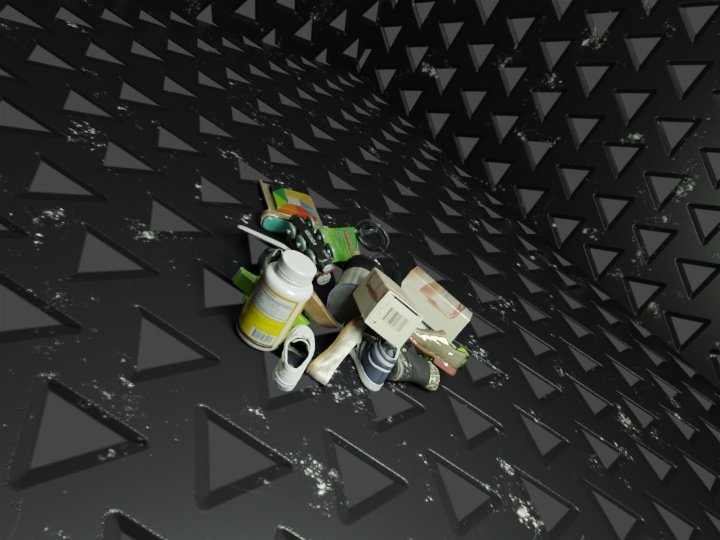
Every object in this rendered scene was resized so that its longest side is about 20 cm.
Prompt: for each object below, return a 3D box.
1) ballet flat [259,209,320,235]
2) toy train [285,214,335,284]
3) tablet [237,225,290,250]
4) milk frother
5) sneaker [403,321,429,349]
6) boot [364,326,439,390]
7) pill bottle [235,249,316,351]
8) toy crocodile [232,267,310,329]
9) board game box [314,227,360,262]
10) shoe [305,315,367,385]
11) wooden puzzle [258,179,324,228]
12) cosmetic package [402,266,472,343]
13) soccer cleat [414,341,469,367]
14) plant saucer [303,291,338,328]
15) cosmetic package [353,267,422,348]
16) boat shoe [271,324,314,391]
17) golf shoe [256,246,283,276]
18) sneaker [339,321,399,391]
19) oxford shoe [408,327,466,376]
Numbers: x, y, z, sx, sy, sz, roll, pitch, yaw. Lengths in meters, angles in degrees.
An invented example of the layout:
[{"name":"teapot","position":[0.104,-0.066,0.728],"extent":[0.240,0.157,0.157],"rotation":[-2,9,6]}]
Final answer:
[{"name":"ballet flat","position":[-0.188,-0.125,1.705],"extent":[0.198,0.068,0.067],"rotation":[22,20,-28]},{"name":"toy train","position":[-0.132,-0.055,1.592],"extent":[0.084,0.115,0.201],"rotation":[-21,57,-25]},{"name":"tablet","position":[-0.230,-0.075,1.505],"extent":[0.129,0.014,0.200],"rotation":[25,-3,0]},{"name":"milk frother","position":[0.000,0.000,1.533],"extent":[0.202,0.179,0.188],"rotation":[63,19,-17]},{"name":"sneaker","position":[0.149,0.154,1.607],"extent":[0.070,0.074,0.200],"rotation":[30,25,1]},{"name":"boot","position":[0.098,0.203,1.475],"extent":[0.153,0.074,0.204],"rotation":[24,24,-33]},{"name":"pill bottle","position":[-0.169,0.060,1.245],"extent":[0.108,0.201,0.110],"rotation":[27,26,-14]},{"name":"toy crocodile","position":[-0.197,0.065,1.360],"extent":[0.199,0.068,0.062],"rotation":[36,22,-2]},{"name":"board game box","position":[-0.069,-0.072,1.735],"extent":[0.199,0.030,0.097],"rotation":[-8,89,-53]},{"name":"shoe","position":[-0.039,0.172,1.321],"extent":[0.053,0.070,0.200],"rotation":[39,51,11]},{"name":"wooden puzzle","position":[-0.205,-0.201,1.846],"extent":[0.198,0.037,0.186],"rotation":[17,30,-32]},{"name":"cosmetic package","position":[0.193,0.089,1.620],"extent":[0.200,0.088,0.103],"rotation":[41,14,6]},{"name":"soccer cleat","position":[0.204,0.206,1.606],"extent":[0.199,0.068,0.081],"rotation":[20,18,-40]},{"name":"plant saucer","position":[-0.123,0.062,1.406],"extent":[0.201,0.035,0.200],"rotation":[54,-2,3]},{"name":"cosmetic package","position":[0.056,0.077,1.349],"extent":[0.103,0.088,0.200],"rotation":[38,6,-16]},{"name":"boat shoe","position":[-0.125,0.165,1.263],"extent":[0.073,0.066,0.201],"rotation":[28,28,-10]},{"name":"golf shoe","position":[-0.202,-0.018,1.464],"extent":[0.078,0.098,0.201],"rotation":[23,26,-16]},{"name":"sneaker","position":[0.023,0.166,1.396],"extent":[0.070,0.109,0.201],"rotation":[14,32,-36]},{"name":"oxford shoe","position":[0.168,0.165,1.479],"extent":[0.199,0.075,0.070],"rotation":[40,4,-2]}]
